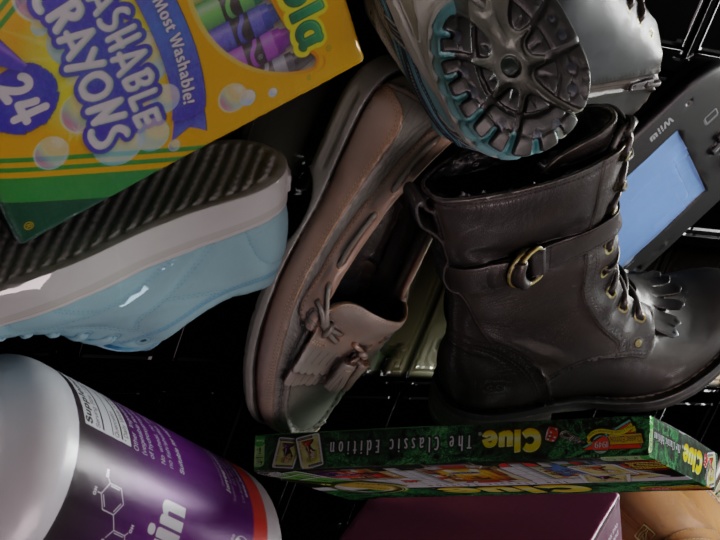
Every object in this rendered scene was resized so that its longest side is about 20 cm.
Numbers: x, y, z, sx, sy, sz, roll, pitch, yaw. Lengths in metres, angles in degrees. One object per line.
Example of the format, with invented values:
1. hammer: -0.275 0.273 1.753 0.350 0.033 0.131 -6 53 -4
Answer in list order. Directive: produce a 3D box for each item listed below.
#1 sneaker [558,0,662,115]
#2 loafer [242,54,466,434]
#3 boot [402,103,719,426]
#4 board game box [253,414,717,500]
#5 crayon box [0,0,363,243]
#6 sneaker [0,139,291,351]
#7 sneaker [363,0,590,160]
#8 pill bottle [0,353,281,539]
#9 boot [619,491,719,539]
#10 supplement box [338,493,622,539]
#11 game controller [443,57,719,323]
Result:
1. sneaker: 0.093 -0.144 0.790 0.106 0.075 0.200 -19 138 -28
2. loafer: 0.000 0.000 0.816 0.072 0.063 0.200 -10 126 -50
3. boot: 0.113 -0.006 0.820 0.200 0.069 0.174 -19 137 -19
4. board game box: 0.060 0.092 0.832 0.105 0.200 0.023 24 64 -59
5. crayon box: -0.081 -0.114 0.702 0.200 0.052 0.126 -30 132 -14
6. sneaker: -0.116 0.010 0.747 0.200 0.074 0.082 -17 125 -22
7. sneaker: 0.019 -0.137 0.721 0.078 0.086 0.200 -24 98 -19
8. pill bottle: -0.135 0.109 0.775 0.112 0.112 0.200 -50 133 6
9. boot: 0.199 0.180 1.014 0.200 0.155 0.074 30 100 -43
10. supplement box: 0.070 0.215 0.938 0.103 0.131 0.200 -48 139 -47
11. game controller: 0.127 -0.025 0.897 0.200 0.042 0.104 -43 152 -2
